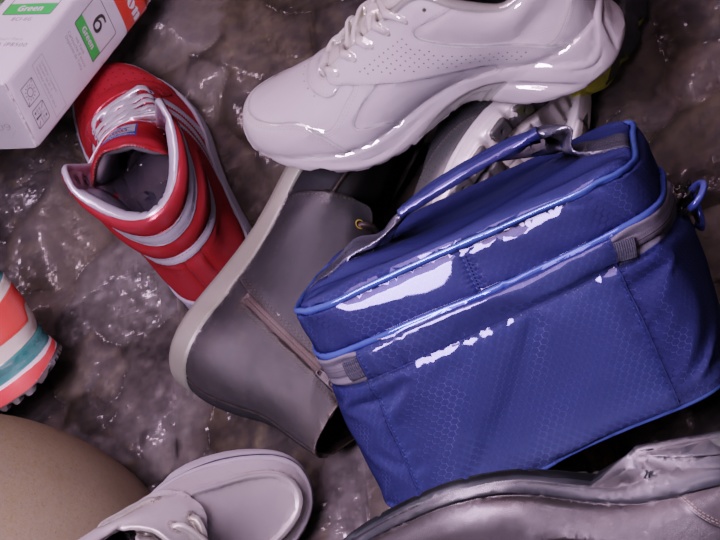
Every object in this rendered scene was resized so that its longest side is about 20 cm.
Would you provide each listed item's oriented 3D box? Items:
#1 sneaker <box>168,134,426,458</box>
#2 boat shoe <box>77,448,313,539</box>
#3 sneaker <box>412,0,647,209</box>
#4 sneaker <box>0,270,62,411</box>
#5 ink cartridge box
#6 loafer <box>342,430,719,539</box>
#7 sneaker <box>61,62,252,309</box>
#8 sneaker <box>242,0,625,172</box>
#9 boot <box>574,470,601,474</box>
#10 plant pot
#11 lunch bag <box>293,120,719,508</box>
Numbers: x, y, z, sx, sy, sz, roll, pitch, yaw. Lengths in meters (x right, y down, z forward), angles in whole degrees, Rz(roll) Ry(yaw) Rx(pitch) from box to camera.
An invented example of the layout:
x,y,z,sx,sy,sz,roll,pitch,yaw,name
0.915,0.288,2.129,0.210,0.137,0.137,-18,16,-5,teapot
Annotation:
x,y,z,sx,sy,sz,roll,pitch,yaw,name
0.000,0.000,1.340,0.106,0.075,0.200,29,80,29,sneaker
-0.099,0.141,1.244,0.199,0.072,0.066,-20,4,-28,boat shoe
0.075,-0.089,1.355,0.084,0.075,0.200,13,58,40,sneaker
-0.266,0.057,1.413,0.199,0.094,0.070,-27,18,8,sneaker
-0.189,-0.150,1.504,0.109,0.050,0.200,2,43,32,ink cartridge box
0.087,0.122,1.118,0.199,0.073,0.073,-14,73,16,loafer
-0.125,-0.070,1.416,0.071,0.113,0.200,-38,49,3,sneaker
0.023,-0.119,1.282,0.199,0.100,0.078,-21,41,15,sneaker
0.124,0.164,1.158,0.199,0.077,0.139,-11,61,24,boot
-0.211,0.150,1.309,0.199,0.135,0.201,-14,55,20,plant pot
0.075,0.011,1.209,0.199,0.133,0.136,-26,10,11,lunch bag
